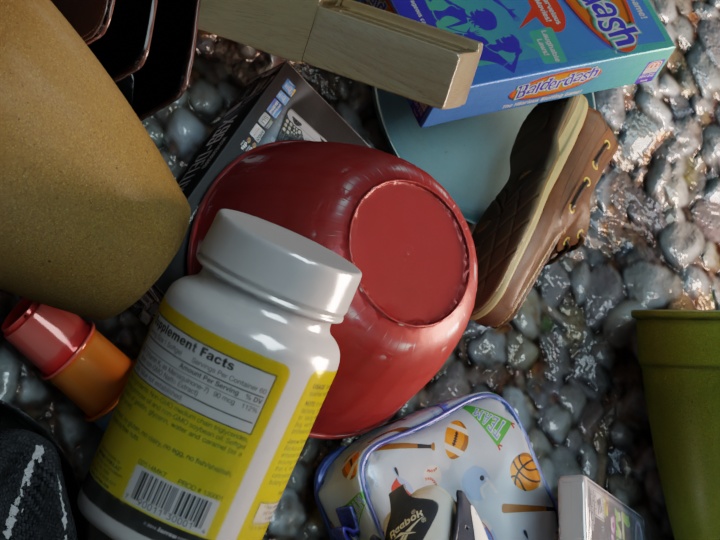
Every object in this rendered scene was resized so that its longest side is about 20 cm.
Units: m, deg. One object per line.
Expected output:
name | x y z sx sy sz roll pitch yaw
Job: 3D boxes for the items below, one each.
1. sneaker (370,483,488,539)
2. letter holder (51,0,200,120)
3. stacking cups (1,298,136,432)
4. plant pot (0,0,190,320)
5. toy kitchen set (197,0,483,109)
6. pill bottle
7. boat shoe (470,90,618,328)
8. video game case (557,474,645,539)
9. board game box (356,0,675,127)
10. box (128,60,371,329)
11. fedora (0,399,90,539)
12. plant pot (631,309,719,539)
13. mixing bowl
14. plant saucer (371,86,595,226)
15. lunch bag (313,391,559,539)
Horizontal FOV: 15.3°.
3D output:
sneaker | 0.039 0.195 1.649 0.130 0.079 0.199 64 23 9
letter holder | -0.146 -0.214 1.702 0.100 0.142 0.200 15 69 -32
stacking cups | -0.142 0.092 1.677 0.200 0.060 0.061 40 58 -17
plant pot | -0.203 -0.065 1.597 0.200 0.186 0.187 39 58 -23
toy kitchen set | 0.015 -0.231 1.767 0.180 0.163 0.200 19 100 10
pill bottle | -0.081 0.073 1.599 0.114 0.114 0.200 21 97 -30
boat shoe | 0.130 -0.038 1.863 0.068 0.072 0.200 38 56 -19
video game case | 0.168 0.251 1.811 0.182 0.023 0.200 38 49 -67
board game box | 0.101 -0.188 1.872 0.200 0.045 0.152 -13 63 -29
box | -0.056 -0.013 1.769 0.158 0.050 0.200 45 56 -18
fedora | -0.222 0.163 1.575 0.200 0.092 0.201 10 72 -34
plant pot | 0.291 0.126 1.908 0.200 0.200 0.193 3 88 -35
mixing bowl | 0.000 0.000 1.708 0.200 0.108 0.201 10 71 -33
plant saucer | 0.084 -0.123 1.914 0.200 0.027 0.201 10 72 -33
lunch bag | 0.056 0.185 1.782 0.160 0.076 0.200 -24 93 -35
